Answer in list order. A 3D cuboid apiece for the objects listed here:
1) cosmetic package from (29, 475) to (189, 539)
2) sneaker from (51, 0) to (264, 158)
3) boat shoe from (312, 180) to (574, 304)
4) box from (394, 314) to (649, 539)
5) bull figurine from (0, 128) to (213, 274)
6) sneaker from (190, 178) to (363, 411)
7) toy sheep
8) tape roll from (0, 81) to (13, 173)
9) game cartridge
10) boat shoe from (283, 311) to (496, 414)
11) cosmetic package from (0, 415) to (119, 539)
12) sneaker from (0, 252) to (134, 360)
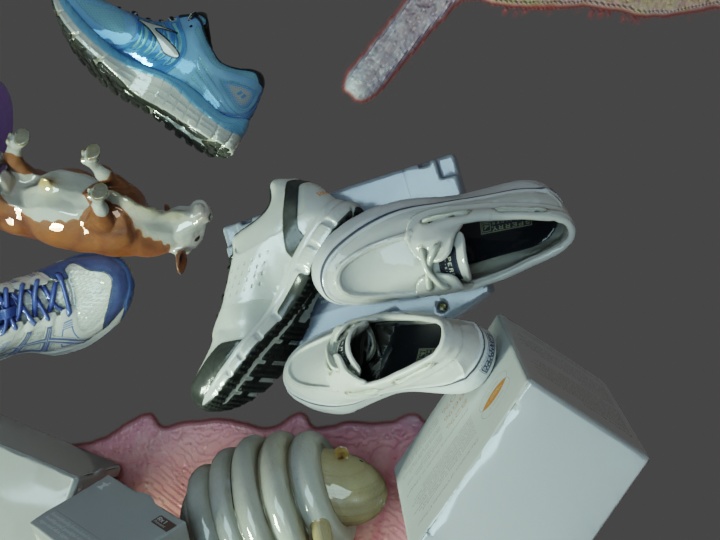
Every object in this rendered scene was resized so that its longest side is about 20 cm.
[{"bbox_3d":[-0.177,0.272,1.604,0.107,0.090,0.201,21,133,45],"label":"cosmetic package"},{"bbox_3d":[-0.162,-0.177,1.673,0.200,0.078,0.090,36,80,7],"label":"sneaker"},{"bbox_3d":[0.064,-0.013,1.554,0.199,0.066,0.072,-11,113,-10],"label":"boat shoe"},{"bbox_3d":[0.113,0.142,1.521,0.106,0.200,0.153,33,99,-9],"label":"box"},{"bbox_3d":[-0.221,-0.054,1.657,0.199,0.122,0.065,6,61,17],"label":"bull figurine"},{"bbox_3d":[-0.077,0.019,1.616,0.080,0.074,0.201,34,93,22],"label":"sneaker"},{"bbox_3d":[-0.073,0.193,1.614,0.199,0.138,0.139,-17,87,10],"label":"toy sheep"},{"bbox_3d":[-0.356,-0.074,1.643,0.065,0.200,0.201,26,96,12],"label":"tape roll"},{"bbox_3d":[0.000,0.000,1.643,0.199,0.042,0.134,-17,91,13],"label":"game cartridge"},{"bbox_3d":[0.007,0.065,1.552,0.199,0.066,0.072,-3,68,44],"label":"boat shoe"},{"bbox_3d":[-0.308,0.163,1.676,0.199,0.107,0.091,24,95,14],"label":"cosmetic package"},{"bbox_3d":[-0.281,0.040,1.684,0.199,0.088,0.076,-21,84,12],"label":"sneaker"}]
